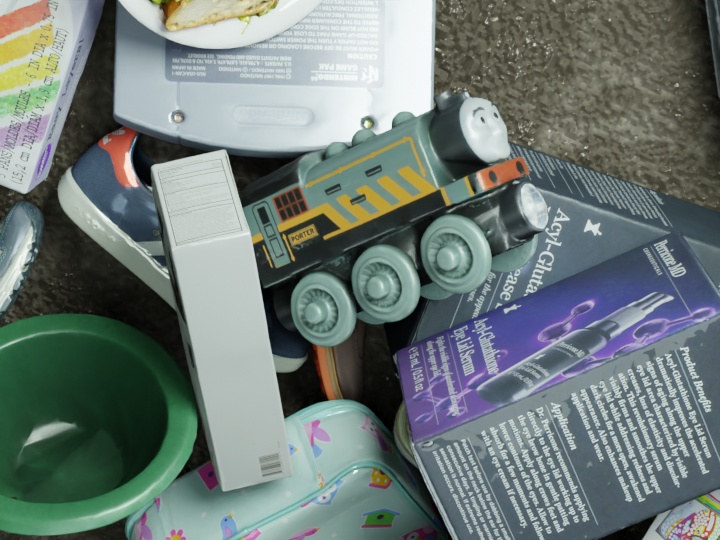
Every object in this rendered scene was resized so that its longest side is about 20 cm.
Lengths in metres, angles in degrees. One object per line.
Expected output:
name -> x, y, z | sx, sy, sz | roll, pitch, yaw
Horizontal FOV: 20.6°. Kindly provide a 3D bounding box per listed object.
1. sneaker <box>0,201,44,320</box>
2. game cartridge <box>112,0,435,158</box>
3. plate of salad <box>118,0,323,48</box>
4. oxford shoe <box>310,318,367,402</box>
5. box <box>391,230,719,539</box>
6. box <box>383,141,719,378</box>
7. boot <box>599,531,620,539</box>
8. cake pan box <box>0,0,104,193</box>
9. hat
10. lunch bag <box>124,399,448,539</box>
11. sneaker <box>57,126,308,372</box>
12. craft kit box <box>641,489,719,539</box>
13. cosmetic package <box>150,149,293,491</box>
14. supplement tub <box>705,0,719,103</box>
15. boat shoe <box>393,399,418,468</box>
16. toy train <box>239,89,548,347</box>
sneaker -> -0.283, 0.026, 1.277 | 0.086, 0.078, 0.200 | 39, 102, -11
game cartridge -> -0.053, -0.137, 1.230 | 0.199, 0.041, 0.134 | 2, 82, -3
plate of salad -> -0.066, -0.223, 1.146 | 0.200, 0.048, 0.201 | -15, 119, -29
oxford shoe -> 0.000, 0.000, 1.289 | 0.072, 0.071, 0.201 | -3, 109, -7
box -> 0.132, 0.078, 1.171 | 0.200, 0.148, 0.105 | -24, 108, 4
box -> 0.134, 0.015, 1.283 | 0.199, 0.107, 0.149 | 17, 107, -10
boot -> 0.061, 0.217, 1.279 | 0.211, 0.158, 0.080 | -34, 82, -24
cake pan box -> -0.255, -0.165, 1.209 | 0.184, 0.052, 0.200 | 23, 108, 2
hat -> -0.186, 0.140, 1.256 | 0.165, 0.200, 0.176 | -17, 137, -16
lunch bag -> -0.050, 0.181, 1.323 | 0.200, 0.077, 0.160 | -30, 139, 10
sneaker -> -0.096, -0.017, 1.274 | 0.200, 0.075, 0.085 | 40, 103, -16
craft kit box -> 0.209, 0.177, 1.284 | 0.048, 0.200, 0.198 | 34, 116, 12
cosmetic package -> -0.083, 0.033, 1.190 | 0.050, 0.083, 0.200 | -12, 131, -5
supplement tub -> 0.273, -0.142, 1.236 | 0.107, 0.107, 0.201 | -12, 110, 1
boat shoe -> 0.110, 0.124, 1.326 | 0.199, 0.068, 0.075 | 18, 86, -15
toy train -> 0.016, -0.030, 1.177 | 0.200, 0.085, 0.114 | -23, 90, 36
